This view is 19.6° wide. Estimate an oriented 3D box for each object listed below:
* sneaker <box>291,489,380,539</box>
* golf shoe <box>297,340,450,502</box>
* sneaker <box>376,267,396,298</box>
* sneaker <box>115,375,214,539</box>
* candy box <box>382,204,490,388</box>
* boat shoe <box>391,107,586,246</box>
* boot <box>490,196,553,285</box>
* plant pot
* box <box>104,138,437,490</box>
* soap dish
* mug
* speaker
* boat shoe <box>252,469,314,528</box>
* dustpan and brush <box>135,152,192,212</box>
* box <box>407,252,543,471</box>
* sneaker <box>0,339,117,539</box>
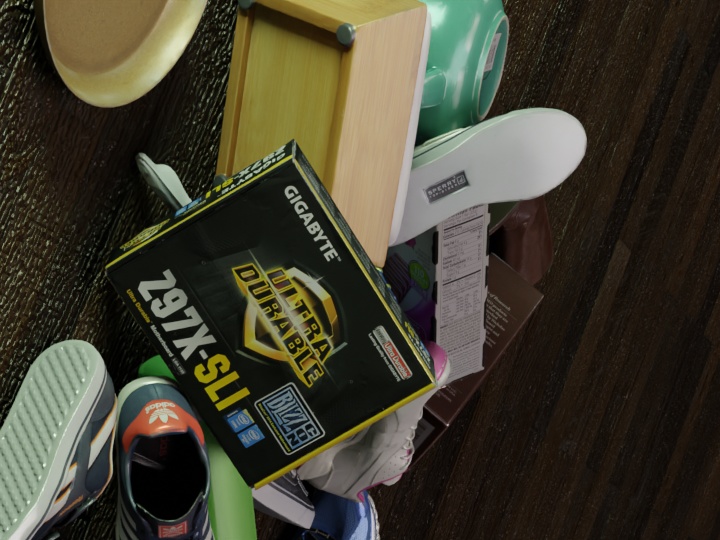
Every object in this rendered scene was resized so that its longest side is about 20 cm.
[{"bbox_3d":[-0.045,0.278,1.860,0.089,0.078,0.202,27,82,-67],"label":"sneaker"},{"bbox_3d":[0.021,0.130,1.777,0.200,0.091,0.076,-39,-156,38],"label":"golf shoe"},{"bbox_3d":[0.000,0.000,1.723,0.075,0.104,0.202,-21,126,-47],"label":"sneaker"},{"bbox_3d":[-0.138,0.181,1.485,0.074,0.085,0.202,-13,113,-12],"label":"sneaker"},{"bbox_3d":[0.047,-0.018,1.769,0.061,0.136,0.202,-21,129,-28],"label":"candy box"},{"bbox_3d":[0.078,-0.077,1.629,0.199,0.066,0.072,-27,113,-7],"label":"boat shoe"},{"bbox_3d":[0.142,-0.029,2.068,0.187,0.064,0.201,-51,153,-34],"label":"boot"},{"bbox_3d":[-0.155,-0.208,1.361,0.200,0.027,0.202,-44,144,-44],"label":"plant pot"},{"bbox_3d":[-0.062,0.033,1.474,0.201,0.159,0.049,58,11,-18],"label":"box"},{"bbox_3d":[-0.032,-0.119,1.538,0.081,0.157,0.202,-10,117,-44],"label":"soap dish"},{"bbox_3d":[0.049,-0.163,1.665,0.153,0.113,0.186,87,21,-57],"label":"mug"},{"bbox_3d":[-0.122,0.166,1.581,0.088,0.088,0.202,-33,124,-53],"label":"speaker"},{"bbox_3d":[-0.083,0.157,1.716,0.068,0.071,0.200,-64,147,-12],"label":"boat shoe"},{"bbox_3d":[-0.098,-0.022,1.525,0.057,0.139,0.201,-47,124,-25],"label":"dustpan and brush"},{"bbox_3d":[0.084,0.084,1.958,0.200,0.075,0.100,-47,177,-41],"label":"box"},{"bbox_3d":[-0.221,0.148,1.405,0.201,0.078,0.080,-58,147,-30],"label":"sneaker"}]
